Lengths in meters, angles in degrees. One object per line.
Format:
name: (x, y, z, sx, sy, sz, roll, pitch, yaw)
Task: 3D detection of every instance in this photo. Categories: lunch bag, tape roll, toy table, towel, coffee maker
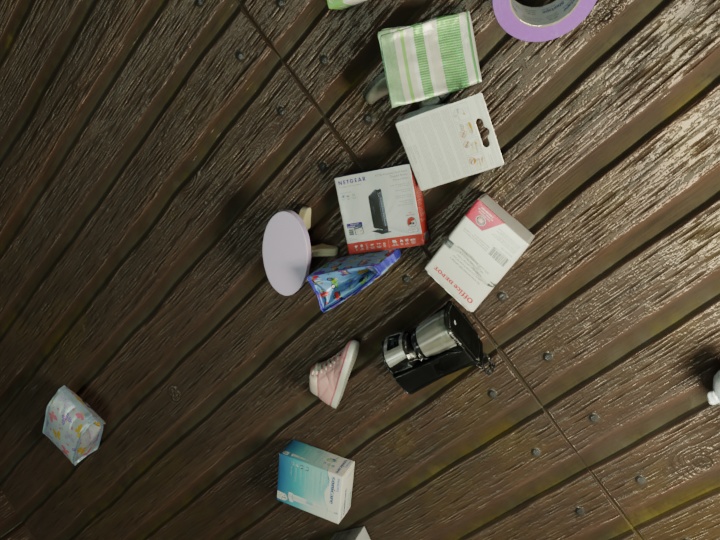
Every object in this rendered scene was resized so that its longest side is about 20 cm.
lunch bag: (-0.913, 0.486, 2.142, 0.168, 0.127, 0.203, 36, 127, 14)
tape roll: (0.333, -0.525, 1.216, 0.193, 0.067, 0.203, 1, 141, 1)
toy table: (-0.155, -0.054, 1.623, 0.180, 0.117, 0.205, 23, 114, 17)
lunch bag: (0.000, 0.000, 1.545, 0.196, 0.150, 0.096, -24, 96, 29)
towel: (0.143, -0.435, 1.369, 0.193, 0.023, 0.158, -13, 96, 0)
coffee maker: (0.172, 0.200, 1.532, 0.197, 0.134, 0.195, -31, 92, 30)

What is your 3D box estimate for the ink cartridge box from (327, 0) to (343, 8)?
ink cartridge box: (0.016, -0.636, 1.396, 0.195, 0.067, 0.121, -8, 101, 28)

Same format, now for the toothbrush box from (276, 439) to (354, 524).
toothbrush box: (-0.122, 0.570, 1.809, 0.194, 0.085, 0.151, 13, 109, 22)

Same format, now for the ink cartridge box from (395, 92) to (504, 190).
ink cartridge box: (0.189, -0.276, 1.413, 0.195, 0.051, 0.166, -15, 114, 23)

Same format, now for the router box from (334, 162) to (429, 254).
router box: (0.049, -0.141, 1.538, 0.194, 0.049, 0.185, -7, 102, 27)

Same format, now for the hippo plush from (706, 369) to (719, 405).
hippo plush: (0.737, 0.261, 1.260, 0.157, 0.199, 0.164, 23, 92, 25)

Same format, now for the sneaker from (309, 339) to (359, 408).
sneaker: (-0.075, 0.249, 1.696, 0.102, 0.075, 0.205, 26, 119, 10)

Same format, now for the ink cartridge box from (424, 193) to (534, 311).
ink cartridge box: (0.256, -0.038, 1.449, 0.144, 0.084, 0.202, 41, 117, 9)

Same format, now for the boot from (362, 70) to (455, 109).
boot: (0.107, -0.382, 1.428, 0.197, 0.068, 0.133, -32, 92, 25)

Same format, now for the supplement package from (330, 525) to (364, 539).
supplement package: (-0.018, 0.830, 1.796, 0.109, 0.155, 0.205, -23, 95, 29)
